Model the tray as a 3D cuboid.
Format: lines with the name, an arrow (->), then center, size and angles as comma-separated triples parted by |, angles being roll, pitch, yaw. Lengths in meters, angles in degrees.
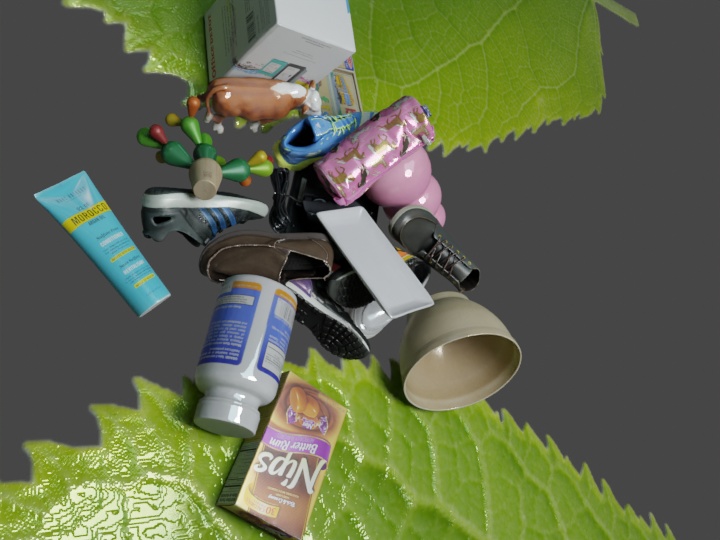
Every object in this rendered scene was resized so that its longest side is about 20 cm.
tray -> 0.018, -0.012, 1.024 | 0.107, 0.022, 0.200 | -13, 60, -48

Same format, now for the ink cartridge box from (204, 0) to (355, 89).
ink cartridge box -> -0.132, -0.372, 1.072 | 0.146, 0.200, 0.147 | 5, 70, -40

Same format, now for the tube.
tube -> -0.327, -0.033, 0.888 | 0.200, 0.050, 0.077 | 53, 41, -5

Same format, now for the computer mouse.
computer mouse -> -0.054, -0.081, 1.078 | 0.200, 0.046, 0.141 | 28, 45, -29

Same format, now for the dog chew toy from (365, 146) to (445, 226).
dog chew toy -> 0.083, -0.133, 1.187 | 0.200, 0.124, 0.125 | 52, 46, -35

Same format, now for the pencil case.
pencil case -> 0.022, -0.185, 1.063 | 0.200, 0.087, 0.083 | -37, 120, -7

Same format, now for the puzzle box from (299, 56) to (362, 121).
puzzle box -> -0.056, -0.314, 1.232 | 0.133, 0.025, 0.201 | -1, 74, -41

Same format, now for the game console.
game console -> -0.047, -0.098, 1.161 | 0.176, 0.031, 0.201 | 24, 59, -28

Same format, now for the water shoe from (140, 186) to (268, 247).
water shoe -> -0.224, -0.074, 0.986 | 0.199, 0.071, 0.079 | 1, 103, -43

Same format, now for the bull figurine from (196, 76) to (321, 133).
bull figurine -> -0.158, -0.258, 1.060 | 0.199, 0.121, 0.065 | -2, 76, -41

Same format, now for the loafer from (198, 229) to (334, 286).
loafer -> -0.129, -0.014, 0.978 | 0.199, 0.073, 0.071 | -8, 36, -13

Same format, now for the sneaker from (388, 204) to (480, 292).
sneaker -> 0.132, -0.036, 1.142 | 0.200, 0.075, 0.106 | 28, 16, -50

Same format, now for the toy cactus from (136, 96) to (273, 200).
toy cactus -> -0.212, -0.159, 0.970 | 0.199, 0.102, 0.165 | 22, 28, -25

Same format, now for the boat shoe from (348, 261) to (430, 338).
boat shoe -> 0.055, 0.045, 1.161 | 0.200, 0.068, 0.072 | -35, 97, -43

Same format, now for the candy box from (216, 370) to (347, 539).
candy box -> -0.104, 0.257, 0.958 | 0.117, 0.056, 0.201 | 38, 55, -24

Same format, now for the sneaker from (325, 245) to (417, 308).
sneaker -> 0.000, 0.000, 1.094 | 0.090, 0.070, 0.200 | 34, 32, 31

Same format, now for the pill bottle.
pill bottle -> -0.159, 0.116, 0.926 | 0.112, 0.112, 0.201 | 29, 58, -29

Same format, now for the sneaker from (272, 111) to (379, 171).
sneaker -> -0.042, -0.212, 1.091 | 0.199, 0.105, 0.076 | -23, 88, -10

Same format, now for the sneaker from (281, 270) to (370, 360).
sneaker -> -0.050, 0.054, 1.070 | 0.200, 0.076, 0.088 | 43, 45, -20

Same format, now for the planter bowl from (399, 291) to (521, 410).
planter bowl -> 0.150, 0.123, 1.151 | 0.200, 0.200, 0.135 | 20, 34, -33
